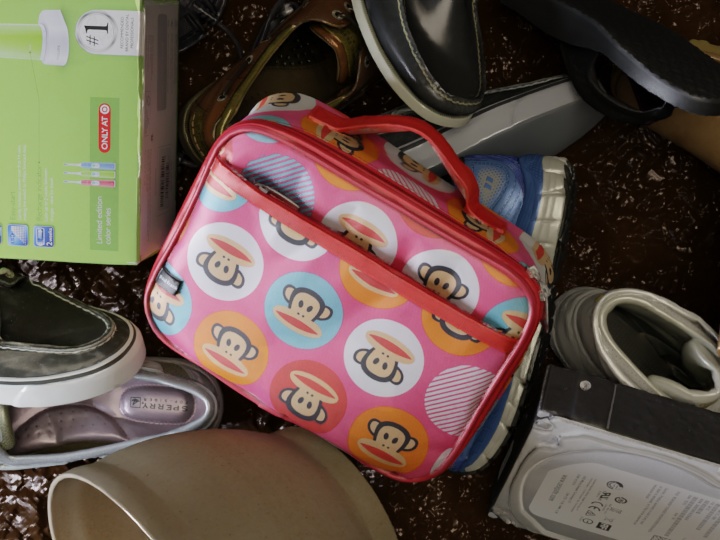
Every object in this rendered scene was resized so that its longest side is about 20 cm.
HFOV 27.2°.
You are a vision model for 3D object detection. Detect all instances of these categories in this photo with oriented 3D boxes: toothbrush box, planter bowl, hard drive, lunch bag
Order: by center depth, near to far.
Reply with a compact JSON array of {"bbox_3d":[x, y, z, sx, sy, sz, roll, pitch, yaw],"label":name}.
[{"bbox_3d":[0.000,0.000,0.799,0.200,0.082,0.176,30,116,2],"label":"lunch bag"},{"bbox_3d":[-0.061,0.169,0.821,0.135,0.200,0.200,-29,89,-29],"label":"planter bowl"},{"bbox_3d":[-0.208,-0.084,0.838,0.200,0.086,0.146,2,99,6],"label":"toothbrush box"},{"bbox_3d":[0.183,0.128,0.847,0.200,0.140,0.038,16,56,1],"label":"hard drive"}]

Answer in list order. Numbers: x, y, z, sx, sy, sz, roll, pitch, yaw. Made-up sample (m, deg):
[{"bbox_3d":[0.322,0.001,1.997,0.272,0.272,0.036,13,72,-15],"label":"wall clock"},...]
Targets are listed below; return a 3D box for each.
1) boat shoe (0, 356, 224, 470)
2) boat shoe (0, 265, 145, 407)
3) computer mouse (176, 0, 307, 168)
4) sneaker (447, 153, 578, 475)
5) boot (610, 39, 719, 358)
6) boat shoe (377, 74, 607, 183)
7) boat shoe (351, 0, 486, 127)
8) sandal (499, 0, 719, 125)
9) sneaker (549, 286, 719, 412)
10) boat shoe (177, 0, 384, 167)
[{"bbox_3d":[-0.182,0.080,0.869,0.202,0.065,0.075,2,86,-3],"label":"boat shoe"},{"bbox_3d":[-0.221,0.027,0.836,0.200,0.071,0.064,5,131,6],"label":"boat shoe"},{"bbox_3d":[-0.138,-0.150,0.897,0.200,0.046,0.141,32,81,-13],"label":"computer mouse"},{"bbox_3d":[0.067,0.023,0.873,0.089,0.079,0.200,13,107,13],"label":"sneaker"},{"bbox_3d":[0.220,-0.031,0.850,0.175,0.066,0.200,17,52,-3],"label":"boot"},{"bbox_3d":[0.048,-0.084,0.891,0.199,0.074,0.068,-24,69,5],"label":"boat shoe"},{"bbox_3d":[0.036,-0.179,0.844,0.072,0.068,0.200,1,70,-32],"label":"boat shoe"},{"bbox_3d":[0.147,-0.120,0.855,0.075,0.200,0.048,2,116,-28],"label":"sandal"},{"bbox_3d":[0.195,0.088,0.867,0.200,0.116,0.074,43,83,-2],"label":"sneaker"},{"bbox_3d":[-0.016,-0.126,0.875,0.200,0.068,0.072,-45,106,-14],"label":"boat shoe"}]
